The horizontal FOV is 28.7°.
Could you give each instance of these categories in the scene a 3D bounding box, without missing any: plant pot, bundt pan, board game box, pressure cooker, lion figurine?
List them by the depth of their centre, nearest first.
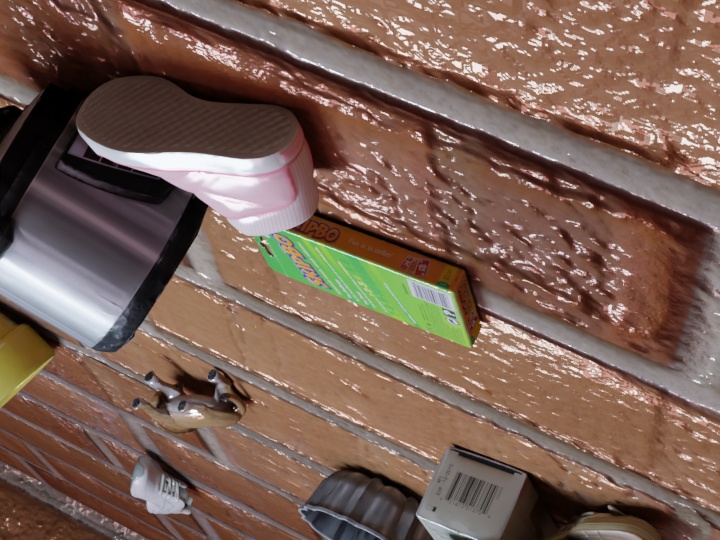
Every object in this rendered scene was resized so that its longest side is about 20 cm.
[{"bbox_3d":[-0.241,-0.049,1.133,0.199,0.180,0.176,32,166,-13],"label":"pressure cooker"},{"bbox_3d":[0.000,0.000,1.143,0.198,0.030,0.096,18,156,23],"label":"board game box"},{"bbox_3d":[-0.204,0.173,1.776,0.199,0.073,0.122,5,156,42],"label":"lion figurine"},{"bbox_3d":[0.025,0.322,1.800,0.201,0.076,0.202,27,160,11],"label":"bundt pan"},{"bbox_3d":[-0.568,0.119,1.991,0.189,0.201,0.201,47,158,-4],"label":"plant pot"}]

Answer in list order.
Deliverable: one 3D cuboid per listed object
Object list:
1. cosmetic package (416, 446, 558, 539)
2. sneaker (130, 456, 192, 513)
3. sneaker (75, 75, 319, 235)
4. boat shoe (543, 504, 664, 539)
[{"bbox_3d":[0.146,0.282,1.521,0.103,0.088,0.200,16,155,29],"label":"cosmetic package"},{"bbox_3d":[-0.344,0.376,2.448,0.079,0.071,0.201,8,158,13],"label":"sneaker"},{"bbox_3d":[-0.117,-0.078,1.045,0.199,0.076,0.105,13,149,29],"label":"sneaker"},{"bbox_3d":[0.243,0.268,1.413,0.073,0.063,0.200,48,154,-6],"label":"boat shoe"}]
